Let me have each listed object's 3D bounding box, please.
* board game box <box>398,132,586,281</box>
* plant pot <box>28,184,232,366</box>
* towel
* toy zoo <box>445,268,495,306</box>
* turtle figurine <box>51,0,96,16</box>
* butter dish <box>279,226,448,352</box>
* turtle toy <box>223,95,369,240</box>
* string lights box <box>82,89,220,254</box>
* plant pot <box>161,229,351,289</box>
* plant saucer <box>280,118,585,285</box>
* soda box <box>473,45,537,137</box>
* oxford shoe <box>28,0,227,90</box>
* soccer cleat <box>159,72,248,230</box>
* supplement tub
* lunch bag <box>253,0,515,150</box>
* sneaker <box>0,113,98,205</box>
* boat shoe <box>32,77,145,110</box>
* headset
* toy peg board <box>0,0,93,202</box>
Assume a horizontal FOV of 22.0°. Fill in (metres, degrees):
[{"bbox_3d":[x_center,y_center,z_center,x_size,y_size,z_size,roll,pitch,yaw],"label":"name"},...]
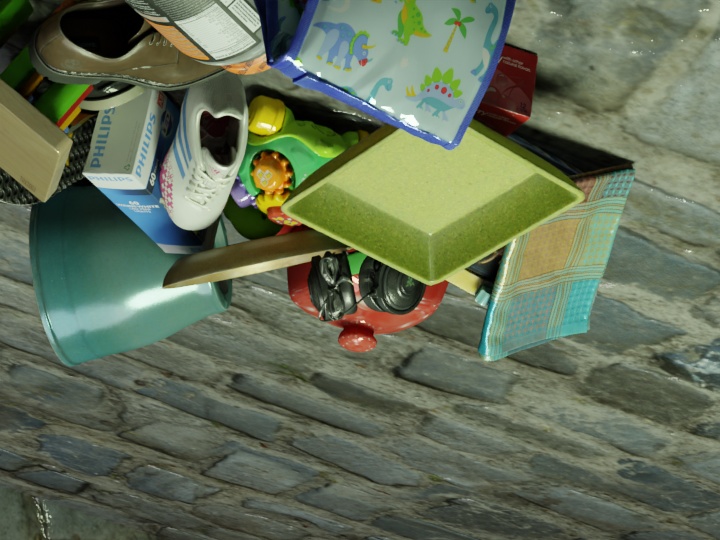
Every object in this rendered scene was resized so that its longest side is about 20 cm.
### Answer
[{"bbox_3d":[0.130,-0.065,1.788,0.199,0.136,0.035,23,-163,-34],"label":"board game box"},{"bbox_3d":[-0.244,-0.006,2.041,0.187,0.201,0.200,-8,157,7],"label":"plant pot"},{"bbox_3d":[0.191,-0.007,1.812,0.146,0.022,0.201,-14,132,-34],"label":"towel"},{"bbox_3d":[0.087,-0.026,1.874,0.131,0.021,0.200,24,-161,-35],"label":"toy zoo"},{"bbox_3d":[-0.246,-0.263,1.512,0.161,0.065,0.199,-8,163,39],"label":"turtle figurine"},{"bbox_3d":[0.006,0.017,2.032,0.199,0.149,0.199,20,159,-27],"label":"butter dish"},{"bbox_3d":[-0.075,-0.091,1.842,0.145,0.102,0.200,18,161,-21],"label":"turtle toy"},{"bbox_3d":[-0.203,-0.101,1.874,0.059,0.103,0.200,4,160,21],"label":"string lights box"},{"bbox_3d":[-0.108,-0.014,1.891,0.199,0.028,0.200,-13,178,0],"label":"plant pot"},{"bbox_3d":[0.063,-0.079,1.652,0.199,0.048,0.199,25,139,-37],"label":"plant saucer"},{"bbox_3d":[0.051,-0.176,1.609,0.199,0.064,0.070,16,158,-18],"label":"soda box"},{"bbox_3d":[-0.175,-0.197,1.578,0.199,0.073,0.084,-9,170,-26],"label":"oxford shoe"},{"bbox_3d":[-0.148,-0.100,1.762,0.069,0.087,0.201,-4,134,-18],"label":"soccer cleat"},{"bbox_3d":[-0.127,-0.240,1.434,0.122,0.123,0.200,-1,158,28],"label":"supplement tub"},{"bbox_3d":[0.020,-0.206,1.344,0.169,0.201,0.127,22,157,-32],"label":"lunch bag"},{"bbox_3d":[-0.334,-0.113,1.842,0.090,0.070,0.200,7,-160,32],"label":"sneaker"},{"bbox_3d":[-0.279,-0.188,1.744,0.201,0.074,0.063,3,123,49],"label":"boat shoe"},{"bbox_3d":[0.000,0.000,1.833,0.123,0.095,0.200,-5,-164,19],"label":"headset"},{"bbox_3d":[-0.323,-0.180,1.660,0.200,0.098,0.199,40,164,-4],"label":"toy peg board"}]
